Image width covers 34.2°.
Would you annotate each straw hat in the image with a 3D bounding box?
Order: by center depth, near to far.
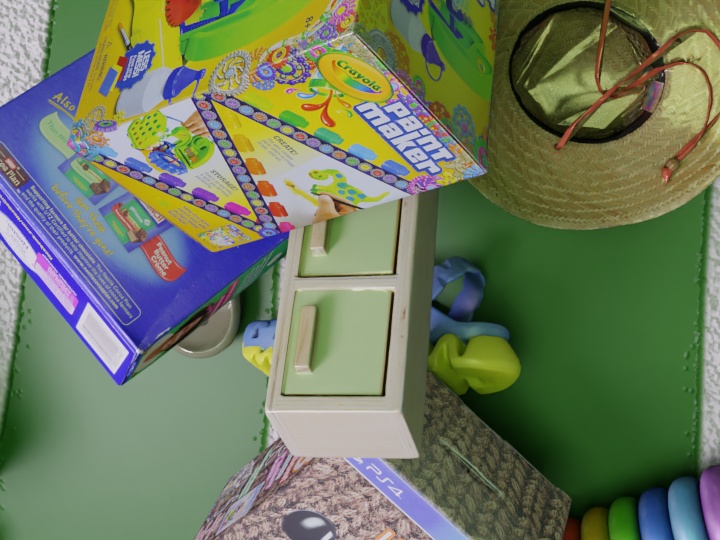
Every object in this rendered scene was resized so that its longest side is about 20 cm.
[{"bbox_3d":[0.137,-0.122,0.728,0.199,0.085,0.203,0,101,0],"label":"straw hat"}]

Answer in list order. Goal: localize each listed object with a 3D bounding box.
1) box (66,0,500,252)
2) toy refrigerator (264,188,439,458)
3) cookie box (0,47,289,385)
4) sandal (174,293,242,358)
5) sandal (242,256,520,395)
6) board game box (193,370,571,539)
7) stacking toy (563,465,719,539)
[{"bbox_3d":[-0.032,-0.142,0.644,0.191,0.122,0.202,-14,54,33],"label":"box"},{"bbox_3d":[0.000,0.000,0.670,0.075,0.070,0.202,-1,60,13],"label":"toy refrigerator"},{"bbox_3d":[-0.124,-0.059,0.748,0.172,0.200,0.075,50,151,1],"label":"cookie box"},{"bbox_3d":[-0.129,-0.037,0.819,0.079,0.057,0.203,-15,91,15],"label":"sandal"},{"bbox_3d":[0.013,0.040,0.801,0.198,0.080,0.088,-3,68,19],"label":"sandal"},{"bbox_3d":[0.007,0.174,0.763,0.159,0.097,0.200,42,125,-8],"label":"board game box"},{"bbox_3d":[0.180,0.187,0.782,0.198,0.085,0.086,-19,95,21],"label":"stacking toy"}]
